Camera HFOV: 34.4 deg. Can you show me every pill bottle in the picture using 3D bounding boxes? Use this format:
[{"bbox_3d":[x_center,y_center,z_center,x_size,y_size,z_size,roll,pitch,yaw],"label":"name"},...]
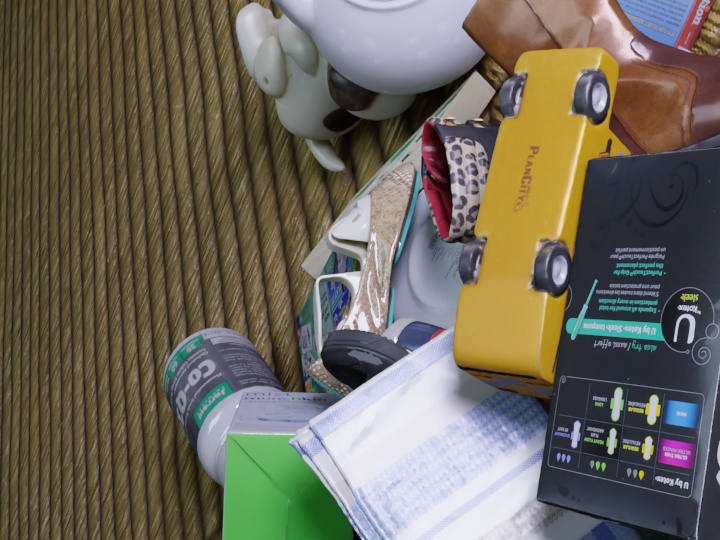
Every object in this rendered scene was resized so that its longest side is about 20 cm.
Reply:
[{"bbox_3d":[-0.124,0.150,1.189,0.200,0.112,0.115,44,115,55],"label":"pill bottle"}]

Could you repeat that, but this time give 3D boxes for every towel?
[{"bbox_3d":[0.068,0.139,0.708,0.201,0.146,0.024,52,163,21],"label":"towel"}]

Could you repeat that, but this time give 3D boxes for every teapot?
[{"bbox_3d":[0.035,-0.256,0.975,0.195,0.146,0.202,28,80,17],"label":"teapot"}]

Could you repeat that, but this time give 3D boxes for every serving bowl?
[{"bbox_3d":[0.089,-0.004,0.903,0.198,0.065,0.204,-19,62,41],"label":"serving bowl"}]

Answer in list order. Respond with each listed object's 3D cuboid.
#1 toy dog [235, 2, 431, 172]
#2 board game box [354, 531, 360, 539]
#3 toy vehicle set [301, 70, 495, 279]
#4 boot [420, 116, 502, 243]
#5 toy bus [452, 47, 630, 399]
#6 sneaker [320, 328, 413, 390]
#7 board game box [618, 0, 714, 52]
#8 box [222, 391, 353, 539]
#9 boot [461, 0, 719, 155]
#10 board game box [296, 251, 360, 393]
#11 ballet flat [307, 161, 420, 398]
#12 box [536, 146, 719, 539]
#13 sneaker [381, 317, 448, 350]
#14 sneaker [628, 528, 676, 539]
[{"bbox_3d":[-0.020,-0.195,1.130,0.199,0.138,0.198,8,98,59],"label":"toy dog"},{"bbox_3d":[0.026,0.316,0.934,0.165,0.056,0.204,12,89,58],"label":"board game box"},{"bbox_3d":[0.032,-0.080,1.036,0.200,0.026,0.125,-43,8,43],"label":"toy vehicle set"},{"bbox_3d":[0.118,-0.098,0.839,0.073,0.148,0.203,109,157,-60],"label":"boot"},{"bbox_3d":[0.114,-0.030,0.708,0.064,0.078,0.203,4,73,41],"label":"toy bus"},{"bbox_3d":[0.043,0.119,0.763,0.197,0.060,0.105,22,67,19],"label":"sneaker"},{"bbox_3d":[0.197,-0.222,0.891,0.200,0.019,0.104,46,116,55],"label":"board game box"},{"bbox_3d":[-0.051,0.204,0.872,0.176,0.095,0.204,-126,38,-85],"label":"box"},{"bbox_3d":[0.184,-0.154,0.753,0.188,0.068,0.201,-45,71,34],"label":"boot"},{"bbox_3d":[-0.015,0.065,1.016,0.200,0.029,0.137,121,143,-60],"label":"board game box"},{"bbox_3d":[0.000,0.000,0.894,0.071,0.064,0.203,119,163,-64],"label":"ballet flat"},{"bbox_3d":[0.203,0.048,0.654,0.124,0.147,0.204,1,79,57],"label":"box"},{"bbox_3d":[0.070,0.132,0.863,0.083,0.075,0.203,6,125,36],"label":"sneaker"},{"bbox_3d":[0.145,0.133,0.787,0.130,0.079,0.203,-32,52,48],"label":"sneaker"}]
